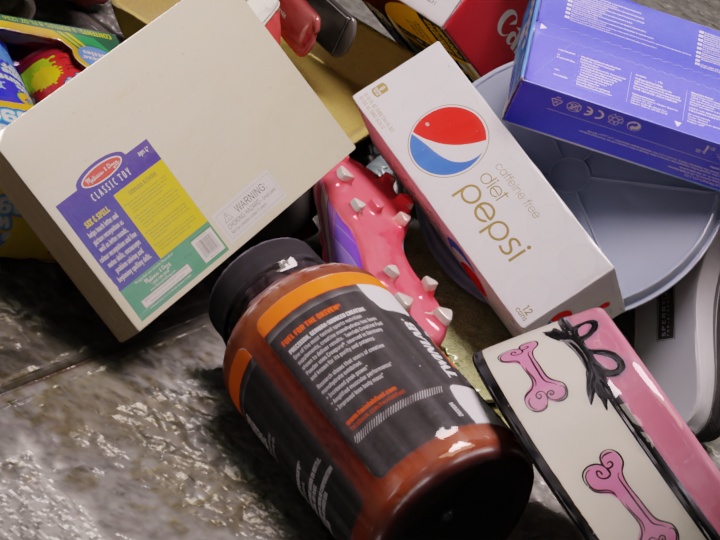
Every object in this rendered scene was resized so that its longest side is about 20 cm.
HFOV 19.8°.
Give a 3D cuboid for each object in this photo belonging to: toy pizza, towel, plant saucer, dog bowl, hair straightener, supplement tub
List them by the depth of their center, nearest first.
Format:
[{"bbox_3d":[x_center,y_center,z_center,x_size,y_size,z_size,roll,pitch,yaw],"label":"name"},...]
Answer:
[{"bbox_3d":[0.144,0.106,1.080,0.200,0.074,0.200,54,4,-5],"label":"dog bowl"},{"bbox_3d":[-0.003,0.068,1.094,0.107,0.107,0.200,-1,39,-41],"label":"supplement tub"},{"bbox_3d":[0.084,0.040,1.292,0.148,0.037,0.200,3,36,-36],"label":"towel"},{"bbox_3d":[0.134,-0.053,1.315,0.199,0.032,0.201,-4,61,8],"label":"toy pizza"},{"bbox_3d":[-0.059,-0.145,1.475,0.200,0.049,0.200,32,28,13],"label":"plant saucer"},{"bbox_3d":[-0.062,-0.216,1.512,0.077,0.041,0.200,-1,34,-41],"label":"hair straightener"}]

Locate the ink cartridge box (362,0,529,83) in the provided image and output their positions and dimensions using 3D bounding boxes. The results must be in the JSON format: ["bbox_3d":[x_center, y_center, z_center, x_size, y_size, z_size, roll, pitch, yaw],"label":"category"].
[{"bbox_3d":[0.087,-0.185,1.516,0.175,0.084,0.200,37,-2,31],"label":"ink cartridge box"}]

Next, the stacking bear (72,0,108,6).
[{"bbox_3d":[-0.192,-0.230,1.370,0.114,0.122,0.200,33,12,-14],"label":"stacking bear"}]

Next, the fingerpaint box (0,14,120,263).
[{"bbox_3d":[-0.218,-0.084,1.206,0.199,0.073,0.167,7,34,-32],"label":"fingerpaint box"}]

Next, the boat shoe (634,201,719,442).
[{"bbox_3d":[0.218,0.014,1.323,0.066,0.070,0.201,20,68,-47],"label":"boat shoe"}]

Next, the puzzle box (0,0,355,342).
[{"bbox_3d":[-0.106,-0.068,1.168,0.200,0.025,0.133,-42,98,-37],"label":"puzzle box"}]

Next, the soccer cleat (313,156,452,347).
[{"bbox_3d":[0.000,0.000,1.244,0.067,0.077,0.200,22,26,-29],"label":"soccer cleat"}]

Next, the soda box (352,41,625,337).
[{"bbox_3d":[0.077,-0.042,1.262,0.200,0.068,0.064,55,-4,28],"label":"soda box"}]

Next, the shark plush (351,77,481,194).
[{"bbox_3d":[0.033,-0.071,1.444,0.083,0.091,0.200,12,35,28],"label":"shark plush"}]

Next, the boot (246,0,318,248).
[{"bbox_3d":[-0.067,-0.096,1.327,0.144,0.072,0.200,59,19,-23],"label":"boot"}]

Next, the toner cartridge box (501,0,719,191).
[{"bbox_3d":[0.193,-0.109,1.277,0.199,0.043,0.095,18,52,-4],"label":"toner cartridge box"}]

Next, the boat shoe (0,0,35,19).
[{"bbox_3d":[-0.277,-0.171,1.308,0.069,0.071,0.200,34,27,18],"label":"boat shoe"}]
